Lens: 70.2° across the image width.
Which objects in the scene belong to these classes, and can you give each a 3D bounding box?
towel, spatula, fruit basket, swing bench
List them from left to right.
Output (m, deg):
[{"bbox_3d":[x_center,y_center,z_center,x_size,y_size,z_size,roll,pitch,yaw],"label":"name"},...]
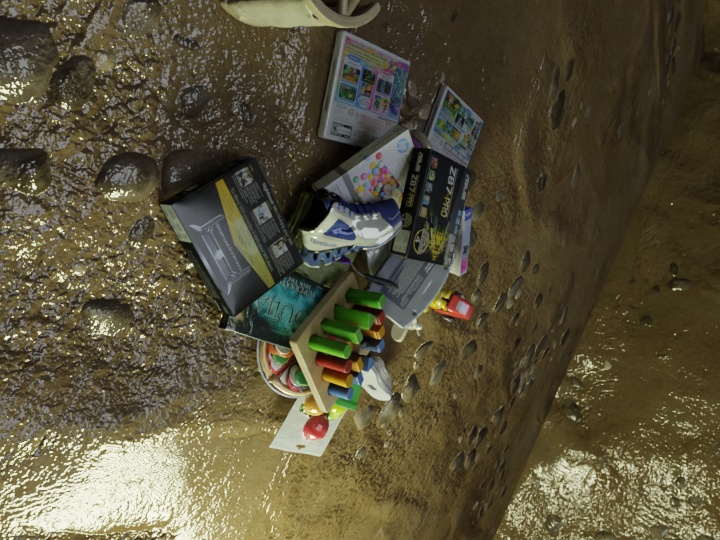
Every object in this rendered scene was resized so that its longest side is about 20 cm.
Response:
[{"bbox_3d":[-0.064,-0.425,0.702,0.129,0.198,0.203,13,98,-51],"label":"swing bench"},{"bbox_3d":[-0.093,0.304,1.118,0.201,0.093,0.185,-56,140,0],"label":"fruit basket"},{"bbox_3d":[-0.077,-0.050,0.997,0.200,0.036,0.150,37,77,-49],"label":"towel"},{"bbox_3d":[0.000,0.000,0.995,0.199,0.056,0.021,27,99,-33],"label":"spatula"}]

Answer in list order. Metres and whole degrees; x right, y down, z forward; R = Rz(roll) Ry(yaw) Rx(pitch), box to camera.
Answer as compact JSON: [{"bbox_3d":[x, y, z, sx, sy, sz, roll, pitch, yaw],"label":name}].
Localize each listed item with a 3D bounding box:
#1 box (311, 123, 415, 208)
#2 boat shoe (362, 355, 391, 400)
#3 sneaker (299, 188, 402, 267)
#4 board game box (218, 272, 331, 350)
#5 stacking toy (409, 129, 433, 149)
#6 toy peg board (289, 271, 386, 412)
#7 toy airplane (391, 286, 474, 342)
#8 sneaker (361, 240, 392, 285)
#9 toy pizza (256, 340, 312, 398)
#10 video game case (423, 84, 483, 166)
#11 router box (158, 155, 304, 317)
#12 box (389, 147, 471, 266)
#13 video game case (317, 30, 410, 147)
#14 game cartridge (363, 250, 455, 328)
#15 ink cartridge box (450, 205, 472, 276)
[{"bbox_3d":[0.025,-0.152,0.965,0.199,0.041,0.157,-37,133,-10],"label":"box"},{"bbox_3d":[0.030,0.245,1.249,0.201,0.070,0.071,54,39,-43],"label":"boat shoe"},{"bbox_3d":[-0.023,-0.092,0.891,0.197,0.081,0.116,-24,132,-12],"label":"sneaker"},{"bbox_3d":[-0.146,0.066,0.926,0.199,0.028,0.137,26,74,-41],"label":"board game box"},{"bbox_3d":[0.050,-0.200,1.031,0.199,0.085,0.086,-33,133,-12],"label":"stacking toy"},{"bbox_3d":[-0.015,0.145,0.985,0.200,0.097,0.201,-51,137,-38],"label":"toy peg board"},{"bbox_3d":[0.140,0.041,1.172,0.141,0.197,0.203,41,31,-72],"label":"toy airplane"},{"bbox_3d":[0.052,0.012,1.130,0.079,0.071,0.202,-14,124,-10],"label":"sneaker"},{"bbox_3d":[-0.109,0.149,1.003,0.198,0.032,0.203,0,90,-37],"label":"toy pizza"},{"bbox_3d":[0.215,-0.312,1.226,0.199,0.022,0.185,17,95,-51],"label":"video game case"},{"bbox_3d":[-0.195,-0.055,0.810,0.157,0.052,0.202,-39,121,-31],"label":"router box"},{"bbox_3d":[0.138,-0.116,0.990,0.160,0.049,0.203,10,94,-51],"label":"box"},{"bbox_3d":[0.011,-0.330,0.976,0.199,0.024,0.185,-2,109,-48],"label":"video game case"},{"bbox_3d":[0.107,0.012,1.076,0.201,0.133,0.041,-54,-176,-6],"label":"game cartridge"},{"bbox_3d":[0.209,-0.098,1.242,0.042,0.119,0.203,-26,126,-37],"label":"ink cartridge box"}]
